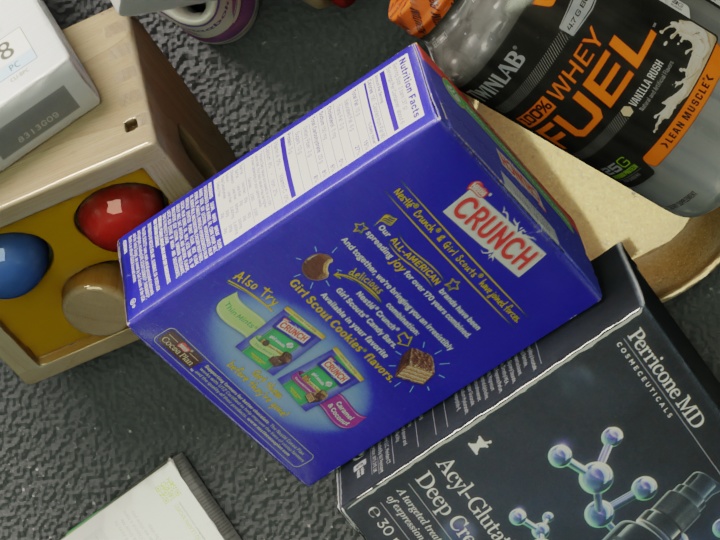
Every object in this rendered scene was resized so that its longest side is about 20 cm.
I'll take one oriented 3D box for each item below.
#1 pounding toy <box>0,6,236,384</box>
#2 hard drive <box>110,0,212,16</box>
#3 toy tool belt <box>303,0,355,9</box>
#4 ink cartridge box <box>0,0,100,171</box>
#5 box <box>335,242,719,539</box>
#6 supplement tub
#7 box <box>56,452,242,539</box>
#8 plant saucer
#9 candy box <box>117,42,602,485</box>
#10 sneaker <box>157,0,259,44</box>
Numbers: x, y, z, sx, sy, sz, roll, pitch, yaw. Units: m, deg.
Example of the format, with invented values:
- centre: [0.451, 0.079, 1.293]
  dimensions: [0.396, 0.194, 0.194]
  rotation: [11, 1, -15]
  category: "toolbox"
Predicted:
- centre: [-0.135, -0.017, 1.359]
  dimensions: [0.183, 0.200, 0.143]
  rotation: [-22, 54, 10]
  category: "pounding toy"
- centre: [-0.109, -0.226, 1.333]
  dimensions: [0.131, 0.027, 0.201]
  rotation: [-14, 55, -24]
  category: "hard drive"
- centre: [0.051, -0.214, 1.345]
  dimensions: [0.122, 0.125, 0.201]
  rotation: [32, 98, 15]
  category: "toy tool belt"
- centre: [-0.250, -0.120, 1.316]
  dimensions: [0.160, 0.047, 0.200]
  rotation: [-35, 55, 1]
  category: "ink cartridge box"
- centre: [0.107, 0.111, 1.335]
  dimensions: [0.199, 0.107, 0.149]
  rotation: [-35, 107, 9]
  category: "box"
- centre: [0.122, -0.124, 1.275]
  dimensions: [0.199, 0.123, 0.123]
  rotation: [28, 97, -11]
  category: "supplement tub"
- centre: [-0.146, 0.224, 1.440]
  dimensions: [0.199, 0.036, 0.145]
  rotation: [-35, 86, 8]
  category: "box"
- centre: [0.132, -0.075, 1.378]
  dimensions: [0.198, 0.035, 0.202]
  rotation: [1, 93, 9]
  category: "plant saucer"
- centre: [0.000, 0.000, 1.283]
  dimensions: [0.199, 0.077, 0.169]
  rotation: [-32, 130, 16]
  category: "candy box"
- centre: [-0.127, -0.223, 1.378]
  dimensions: [0.072, 0.114, 0.201]
  rotation: [-36, 85, 11]
  category: "sneaker"
